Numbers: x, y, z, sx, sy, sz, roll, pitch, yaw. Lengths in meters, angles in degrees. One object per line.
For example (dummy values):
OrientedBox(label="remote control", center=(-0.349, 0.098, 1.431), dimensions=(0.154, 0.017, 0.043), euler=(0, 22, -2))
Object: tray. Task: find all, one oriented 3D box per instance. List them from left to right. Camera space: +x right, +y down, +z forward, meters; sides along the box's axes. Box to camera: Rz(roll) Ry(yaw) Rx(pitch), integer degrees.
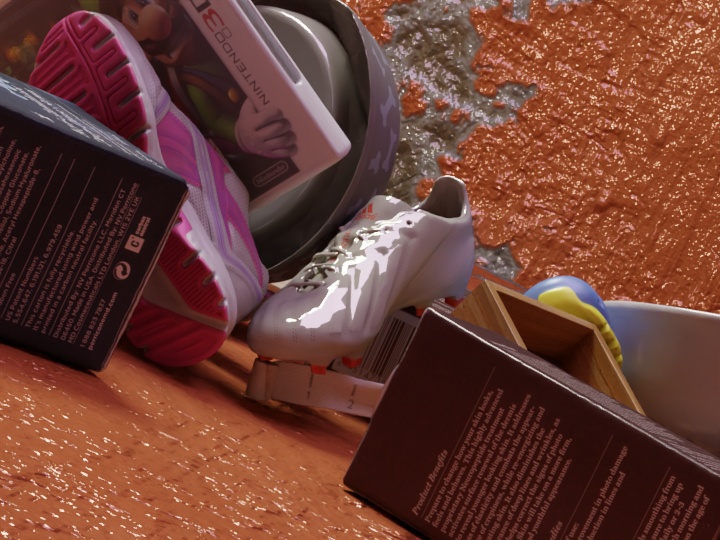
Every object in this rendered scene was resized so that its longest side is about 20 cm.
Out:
OrientedBox(label="tray", center=(0.123, 0.100, 1.317), dimensions=(0.098, 0.037, 0.201), euler=(21, 32, -43))

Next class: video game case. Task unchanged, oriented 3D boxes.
OrientedBox(label="video game case", center=(-0.129, -0.097, 1.402), dimensions=(0.182, 0.200, 0.023), euler=(55, 36, -9))

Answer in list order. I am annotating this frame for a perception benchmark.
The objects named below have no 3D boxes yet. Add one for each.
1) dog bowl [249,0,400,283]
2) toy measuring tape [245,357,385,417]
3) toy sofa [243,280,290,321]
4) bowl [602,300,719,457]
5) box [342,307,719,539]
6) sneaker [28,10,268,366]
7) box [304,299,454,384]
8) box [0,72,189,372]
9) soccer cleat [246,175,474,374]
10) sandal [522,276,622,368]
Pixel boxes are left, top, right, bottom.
OrientedBox(label="dog bowl", center=(-0.064, -0.083, 1.480), dimensions=(0.200, 0.201, 0.059), euler=(29, 5, 34))
OrientedBox(label="toy measuring tape", center=(0.038, 0.086, 1.370), dimensions=(0.199, 0.074, 0.074), euler=(14, 8, -15))
OrientedBox(label="toy sofa", center=(-0.123, -0.025, 1.592), dimensions=(0.199, 0.083, 0.098), euler=(22, 50, -37))
OrientedBox(label="bowl", center=(0.234, 0.082, 1.511), dimensions=(0.200, 0.091, 0.201), euler=(12, -3, 1))
OrientedBox(label="box", center=(0.098, 0.108, 1.204), dimensions=(0.199, 0.101, 0.075), euler=(30, 6, 33))
OrientedBox(label="sneaker", center=(-0.114, -0.048, 1.359), dimensions=(0.088, 0.081, 0.201), euler=(-20, 88, -63))
OrientedBox(label="box", center=(0.024, 0.044, 1.591), dimensions=(0.100, 0.075, 0.200), euler=(25, 6, 1))
OrientedBox(label="box", center=(-0.212, -0.049, 1.214), dimensions=(0.199, 0.108, 0.148), euler=(22, 7, -35))
OrientedBox(label="soccer cleat", center=(0.000, 0.000, 1.402), dimensions=(0.069, 0.078, 0.200), euler=(13, 22, 31))
OrientedBox(label="sandal", center=(0.112, 0.055, 1.495), dimensions=(0.079, 0.088, 0.200), euler=(-9, -30, -4))
